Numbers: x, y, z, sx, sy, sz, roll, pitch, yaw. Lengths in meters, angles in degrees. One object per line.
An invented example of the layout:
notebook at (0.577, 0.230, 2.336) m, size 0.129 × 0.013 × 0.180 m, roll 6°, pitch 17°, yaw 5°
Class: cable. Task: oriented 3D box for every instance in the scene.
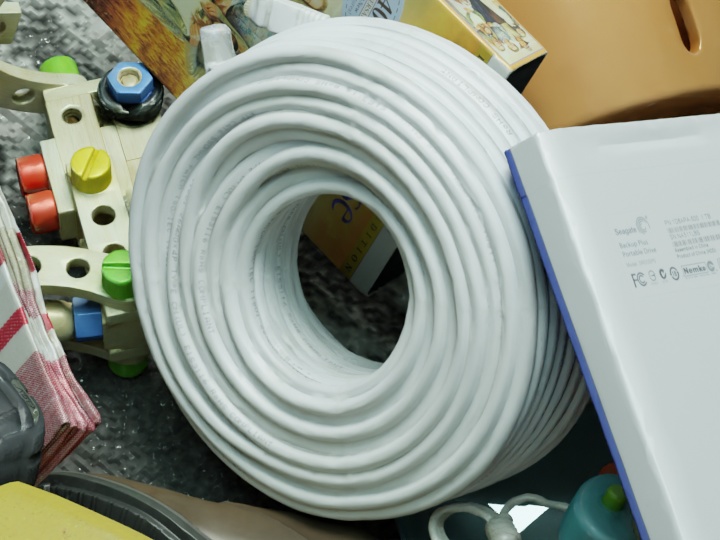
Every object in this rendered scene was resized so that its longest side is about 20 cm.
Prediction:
cable at (0.000, 0.000, 1.113) m, size 0.199 × 0.201 × 0.069 m, roll 11°, pitch 18°, yaw 32°

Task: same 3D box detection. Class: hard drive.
hard drive at (0.135, 0.040, 1.059) m, size 0.132 × 0.025 × 0.201 m, roll -8°, pitch 75°, yaw -47°

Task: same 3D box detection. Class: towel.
towel at (-0.181, 0.022, 1.155) m, size 0.023 × 0.144 × 0.200 m, roll 6°, pitch 50°, yaw -44°

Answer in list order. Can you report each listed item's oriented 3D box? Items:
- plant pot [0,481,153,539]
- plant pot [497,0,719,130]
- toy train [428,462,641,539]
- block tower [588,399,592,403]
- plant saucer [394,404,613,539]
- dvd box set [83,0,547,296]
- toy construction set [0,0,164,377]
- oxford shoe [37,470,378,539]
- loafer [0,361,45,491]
plant pot at (-0.118, 0.200, 1.019) m, size 0.200 × 0.200 × 0.176 m, roll -34°, pitch 54°, yaw -20°
plant pot at (0.084, -0.113, 1.218) m, size 0.199 × 0.200 × 0.140 m, roll -17°, pitch 77°, yaw -12°
toy train at (0.118, 0.142, 1.069) m, size 0.150 × 0.056 × 0.200 m, roll -7°, pitch 49°, yaw -32°
block tower at (0.129, 0.022, 1.164) m, size 0.199 × 0.054 × 0.058 m, roll 5°, pitch 27°, yaw 2°
plant saucer at (0.110, 0.090, 1.180) m, size 0.199 × 0.027 × 0.201 m, roll 1°, pitch 59°, yaw -1°
dvd box set at (-0.028, -0.106, 1.176) m, size 0.200 × 0.146 × 0.029 m, roll 47°, pitch 44°, yaw 14°
toy construction set at (-0.139, -0.032, 1.213) m, size 0.131 × 0.092 × 0.201 m, roll -13°, pitch 71°, yaw -10°
oxford shoe at (-0.046, 0.126, 1.137) m, size 0.199 × 0.073 × 0.084 m, roll 20°, pitch 25°, yaw 21°
loafer at (-0.198, 0.033, 1.103) m, size 0.070 × 0.068 × 0.200 m, roll -2°, pitch 27°, yaw -40°
